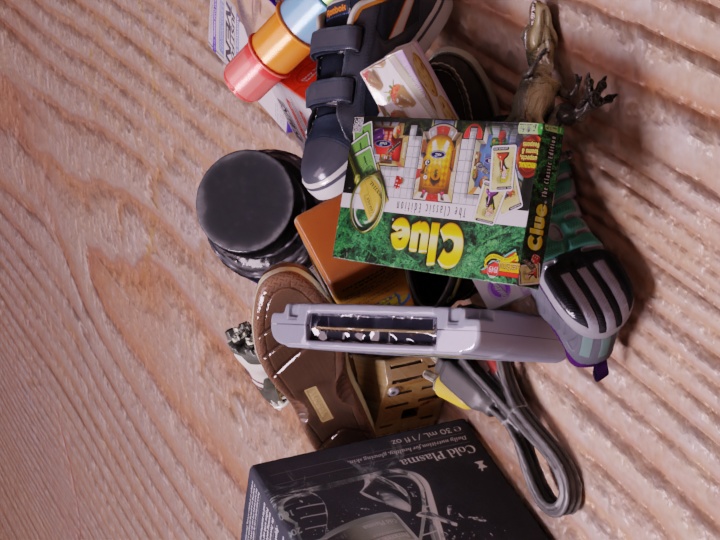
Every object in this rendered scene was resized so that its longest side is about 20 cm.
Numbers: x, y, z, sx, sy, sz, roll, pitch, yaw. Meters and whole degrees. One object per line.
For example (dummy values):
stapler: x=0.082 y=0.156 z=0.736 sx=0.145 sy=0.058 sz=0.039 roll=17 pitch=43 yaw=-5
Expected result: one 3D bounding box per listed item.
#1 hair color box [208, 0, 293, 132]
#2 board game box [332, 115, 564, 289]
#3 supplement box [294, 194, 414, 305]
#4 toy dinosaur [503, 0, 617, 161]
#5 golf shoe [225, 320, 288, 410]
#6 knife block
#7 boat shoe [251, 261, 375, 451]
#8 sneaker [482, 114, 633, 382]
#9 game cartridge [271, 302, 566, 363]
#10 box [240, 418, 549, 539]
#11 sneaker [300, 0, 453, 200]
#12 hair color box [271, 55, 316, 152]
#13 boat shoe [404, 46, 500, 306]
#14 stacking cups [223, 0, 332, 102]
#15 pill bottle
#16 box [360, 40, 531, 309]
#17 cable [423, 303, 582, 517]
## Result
hair color box: x=-0.079 y=-0.221 z=1.597 sx=0.200 sy=0.064 sz=0.110 roll=48 pitch=141 yaw=49
board game box: x=0.054 y=-0.049 z=1.157 sx=0.199 sy=0.023 sz=0.106 roll=8 pitch=92 yaw=53
supplement box: x=0.000 y=0.000 z=1.409 sx=0.069 sy=0.066 sz=0.200 roll=60 pitch=177 yaw=17
toy dinosaur: x=0.119 y=-0.092 z=1.159 sx=0.088 sy=0.047 sz=0.201 roll=-12 pitch=55 yaw=58
golf shoe: x=-0.069 y=0.078 z=1.537 sx=0.089 sy=0.077 sz=0.200 roll=63 pitch=175 yaw=-2
knife block: x=0.002 y=0.087 z=1.540 sx=0.201 sy=0.064 sz=0.176 roll=104 pitch=146 yaw=-46
boat shoe: x=-0.043 y=0.067 z=1.417 sx=0.075 sy=0.074 sz=0.203 roll=-101 pitch=-5 yaw=-54
sneaker: x=0.124 y=-0.016 z=1.210 sx=0.088 sy=0.074 sz=0.201 roll=88 pitch=163 yaw=-52
game cartridge: x=0.049 y=0.046 z=1.279 sx=0.199 sy=0.133 sz=0.041 roll=1 pitch=89 yaw=42
box: x=0.032 y=0.239 z=1.363 sx=0.197 sy=0.199 sz=0.125 roll=-125 pitch=34 yaw=-44
sneaker: x=-0.007 y=-0.152 z=1.295 sx=0.078 sy=0.079 sz=0.201 roll=-6 pitch=51 yaw=51
hair color box: x=-0.001 y=-0.115 z=1.422 sx=0.200 sy=0.061 sz=0.102 roll=40 pitch=160 yaw=55
boat shoe: x=0.065 y=-0.065 z=1.304 sx=0.071 sy=0.061 sz=0.202 roll=12 pitch=119 yaw=30
stacking cups: x=-0.032 y=-0.208 z=1.393 sx=0.200 sy=0.060 sz=0.061 roll=-44 pitch=56 yaw=31
pill bottle: x=-0.068 y=-0.040 z=1.477 sx=0.200 sy=0.111 sz=0.113 roll=32 pitch=-140 yaw=-72
box: x=0.067 y=-0.068 z=1.248 sx=0.039 sy=0.041 sz=0.201 roll=-25 pitch=97 yaw=26
cable: x=0.119 y=0.099 z=1.334 sx=0.200 sy=0.050 sz=0.098 roll=43 pitch=122 yaw=36
